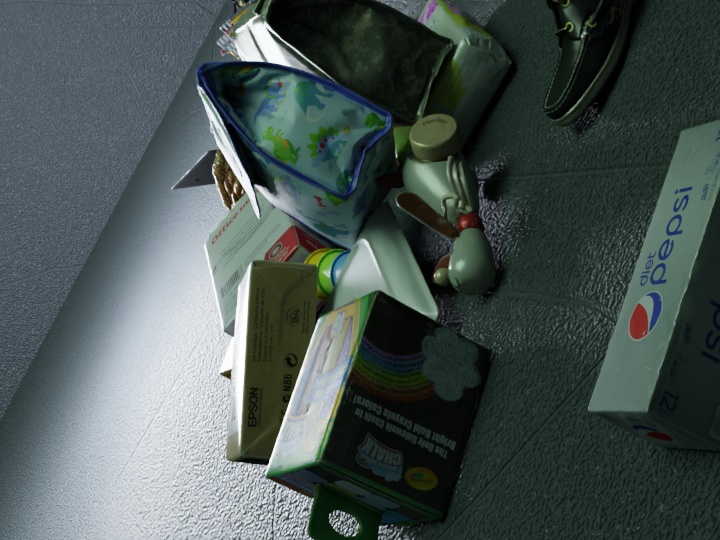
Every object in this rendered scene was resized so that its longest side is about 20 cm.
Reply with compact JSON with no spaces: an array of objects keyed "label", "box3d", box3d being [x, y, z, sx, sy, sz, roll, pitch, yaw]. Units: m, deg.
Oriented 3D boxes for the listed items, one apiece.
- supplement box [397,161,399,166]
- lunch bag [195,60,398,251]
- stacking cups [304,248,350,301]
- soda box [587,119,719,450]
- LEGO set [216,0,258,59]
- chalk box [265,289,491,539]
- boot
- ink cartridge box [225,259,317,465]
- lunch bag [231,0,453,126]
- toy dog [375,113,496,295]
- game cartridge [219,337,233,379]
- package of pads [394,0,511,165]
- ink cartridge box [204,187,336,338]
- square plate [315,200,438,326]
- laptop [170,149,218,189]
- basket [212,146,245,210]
[{"label":"supplement box","box3d":[-0.021,-0.133,1.721,0.127,0.073,0.201,-58,19,21]},{"label":"lunch bag","box3d":[-0.071,-0.124,1.407,0.128,0.198,0.170,-58,-11,-14]},{"label":"stacking cups","box3d":[0.000,0.000,1.517,0.199,0.060,0.061,-7,58,65]},{"label":"soda box","box3d":[0.213,0.008,0.875,0.068,0.063,0.202,-13,54,66]},{"label":"LEGO set","box3d":[-0.171,-0.409,2.399,0.115,0.153,0.201,-35,37,25]},{"label":"chalk box","box3d":[0.008,0.141,1.185,0.124,0.124,0.202,-26,40,63]},{"label":"boot","box3d":[0.163,-0.245,1.214,0.206,0.152,0.073,-66,18,-7]},{"label":"ink cartridge box","box3d":[-0.095,0.102,1.476,0.165,0.074,0.203,137,136,-75]},{"label":"lunch bag","box3d":[-0.030,-0.233,1.456,0.119,0.198,0.164,-67,17,-5]},{"label":"toy dog","box3d":[0.065,-0.057,1.307,0.095,0.133,0.201,-18,23,9]},{"label":"game cartridge","box3d":[-0.110,0.040,1.822,0.176,0.032,0.202,-24,41,64]},{"label":"package of pads","box3d":[0.087,-0.202,1.519,0.156,0.068,0.200,-60,19,18]},{"label":"ink cartridge box","box3d":[-0.108,-0.014,1.715,0.144,0.083,0.201,-47,32,17]},{"label":"square plate","box3d":[0.002,0.061,1.379,0.202,0.028,0.199,-64,26,26]},{"label":"laptop","box3d":[-0.198,-0.221,2.280,0.187,0.115,0.202,-31,38,59]},{"label":"basket","box3d":[-0.140,-0.175,2.000,0.142,0.148,0.202,-30,39,60]}]
